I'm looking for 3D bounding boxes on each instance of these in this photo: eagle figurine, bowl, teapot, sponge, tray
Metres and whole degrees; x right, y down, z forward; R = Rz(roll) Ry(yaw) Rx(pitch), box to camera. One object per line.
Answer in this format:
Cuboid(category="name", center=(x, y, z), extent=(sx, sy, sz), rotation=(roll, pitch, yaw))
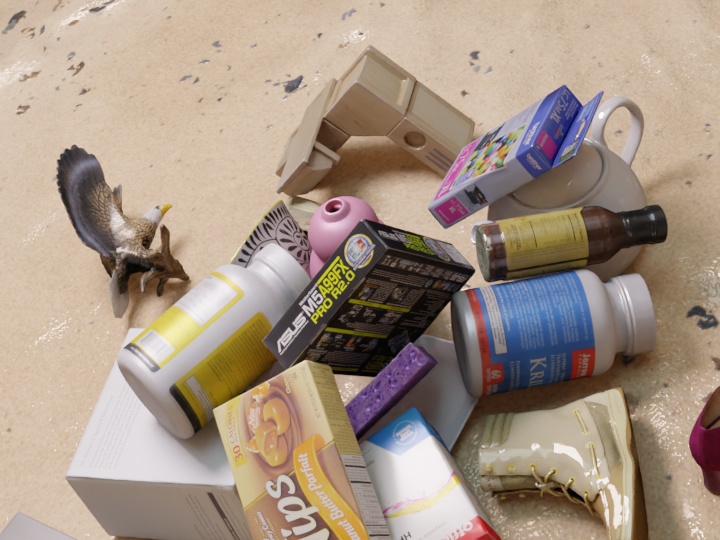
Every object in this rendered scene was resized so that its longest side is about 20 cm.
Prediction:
Cuboid(category="eagle figurine", center=(-0.307, -0.049, 1.642), extent=(0.199, 0.153, 0.150), rotation=(32, 27, 23))
Cuboid(category="bowl", center=(-0.106, 0.029, 1.482), extent=(0.094, 0.201, 0.202), rotation=(33, 61, 3))
Cuboid(category="teapot", center=(0.228, -0.084, 1.444), extent=(0.195, 0.147, 0.202), rotation=(-9, 45, 14))
Cuboid(category="sponge", center=(-0.004, 0.151, 1.306), extent=(0.200, 0.112, 0.030), rotation=(-45, 81, 4))
Cuboid(category="tray", center=(0.065, 0.159, 1.370), extent=(0.106, 0.022, 0.201), rotation=(13, 55, 33))

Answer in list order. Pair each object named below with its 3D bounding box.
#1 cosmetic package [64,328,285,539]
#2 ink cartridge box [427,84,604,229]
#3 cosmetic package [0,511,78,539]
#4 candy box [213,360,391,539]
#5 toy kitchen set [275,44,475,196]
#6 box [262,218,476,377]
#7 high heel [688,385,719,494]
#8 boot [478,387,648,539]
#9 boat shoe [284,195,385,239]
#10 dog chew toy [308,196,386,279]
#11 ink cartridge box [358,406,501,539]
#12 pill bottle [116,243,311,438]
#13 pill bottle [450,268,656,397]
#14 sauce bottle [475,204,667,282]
Cuboid(category="cosmetic package", center=(-0.176, 0.176, 1.382), extent=(0.197, 0.124, 0.201), rotation=(1, 49, 21))
Cuboid(category="ink cartridge box", center=(0.167, -0.129, 1.395), extent=(0.199, 0.042, 0.120), rotation=(-27, 23, 44))
Cuboid(category="cosmetic package", center=(-0.282, 0.330, 1.293), extent=(0.198, 0.107, 0.090), rotation=(19, 58, 33))
Cuboid(category="candy box", center=(-0.054, 0.201, 1.213), extent=(0.115, 0.055, 0.202), rotation=(-28, 70, 21))
Cuboid(category="toy kitchen set", center=(0.006, -0.131, 1.634), extent=(0.200, 0.179, 0.164), rotation=(-42, 22, 43))
Cuboid(category="box", center=(0.013, 0.034, 1.293), extent=(0.161, 0.199, 0.044), rotation=(-50, 63, 16))
Cuboid(category="high heel", center=(0.373, 0.112, 1.232), extent=(0.067, 0.097, 0.201), rotation=(11, 54, 30))
Cuboid(category="boot", center=(0.191, 0.206, 1.235), extent=(0.153, 0.073, 0.201), rotation=(-10, 44, 13))
Cuboid(category="boat shoe", center=(-0.033, -0.038, 1.567), extent=(0.199, 0.072, 0.065), rotation=(17, 62, 41))
Cuboid(category="dog chew toy", center=(0.000, 0.000, 1.419), extent=(0.123, 0.201, 0.126), rotation=(-11, 45, 12))
Cuboid(category="ink cartridge box", center=(0.060, 0.247, 1.233), extent=(0.116, 0.067, 0.201), rotation=(-35, 50, 3))
Cuboid(category="pill bottle", center=(-0.140, 0.066, 1.304), extent=(0.200, 0.113, 0.112), rotation=(-41, 46, -18))
Cuboid(category="pill bottle", center=(0.199, 0.060, 1.333), extent=(0.197, 0.113, 0.113), rotation=(-10, 44, -3))
Cuboid(category="sauce bottle", center=(0.220, -0.032, 1.343), extent=(0.197, 0.065, 0.065), rotation=(-8, 43, -8))
